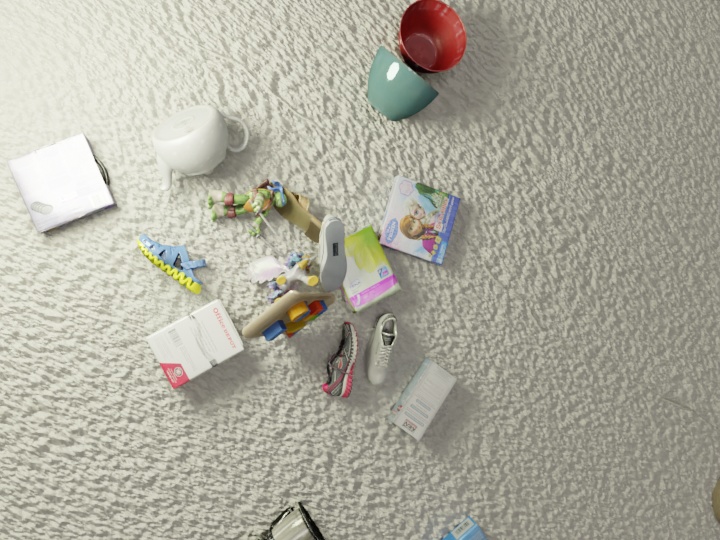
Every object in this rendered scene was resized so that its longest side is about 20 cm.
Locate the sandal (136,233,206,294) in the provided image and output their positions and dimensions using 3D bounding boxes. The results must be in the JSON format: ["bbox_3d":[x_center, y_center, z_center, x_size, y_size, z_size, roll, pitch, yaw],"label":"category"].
[{"bbox_3d":[-0.468,-0.030,1.419,0.199,0.079,0.088,39,77,-18],"label":"sandal"}]

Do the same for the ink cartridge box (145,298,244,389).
[{"bbox_3d":[-0.411,0.180,1.419,0.198,0.083,0.147,-28,95,-13],"label":"ink cartridge box"}]

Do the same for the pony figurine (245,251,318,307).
[{"bbox_3d":[-0.188,0.027,1.441,0.192,0.200,0.168,-32,103,3],"label":"pony figurine"}]

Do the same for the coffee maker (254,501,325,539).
[{"bbox_3d":[-0.186,0.732,1.436,0.199,0.135,0.194,-32,97,-12],"label":"coffee maker"}]

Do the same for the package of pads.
[{"bbox_3d":[0.000,0.000,1.531,0.153,0.068,0.202,-26,92,-13],"label":"package of pads"}]

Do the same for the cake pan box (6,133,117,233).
[{"bbox_3d":[-0.719,-0.212,1.370,0.198,0.052,0.186,-25,97,-13],"label":"cake pan box"}]

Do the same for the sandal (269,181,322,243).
[{"bbox_3d":[-0.155,-0.162,1.504,0.212,0.078,0.069,45,41,9],"label":"sandal"}]

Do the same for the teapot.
[{"bbox_3d":[-0.403,-0.308,1.402,0.197,0.199,0.147,-3,134,22],"label":"teapot"}]

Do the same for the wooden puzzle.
[{"bbox_3d":[-0.168,0.120,1.397,0.184,0.199,0.047,-37,70,18],"label":"wooden puzzle"}]

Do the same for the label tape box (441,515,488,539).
[{"bbox_3d":[0.317,0.827,1.593,0.143,0.066,0.201,-36,100,-12],"label":"label tape box"}]

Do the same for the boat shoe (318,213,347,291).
[{"bbox_3d":[-0.073,-0.046,1.448,0.072,0.065,0.203,-1,115,-19],"label":"boat shoe"}]

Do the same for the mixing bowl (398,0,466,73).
[{"bbox_3d":[0.183,-0.631,1.566,0.197,0.108,0.204,1,85,-17],"label":"mixing bowl"}]

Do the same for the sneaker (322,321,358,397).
[{"bbox_3d":[-0.051,0.238,1.508,0.073,0.081,0.203,10,87,-11],"label":"sneaker"}]

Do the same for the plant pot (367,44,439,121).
[{"bbox_3d":[0.095,-0.486,1.519,0.199,0.201,0.135,35,109,-10],"label":"plant pot"}]

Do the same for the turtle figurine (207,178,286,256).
[{"bbox_3d":[-0.285,-0.135,1.424,0.191,0.144,0.204,2,95,-4],"label":"turtle figurine"}]

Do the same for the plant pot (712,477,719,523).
[{"bbox_3d":[1.251,0.750,1.786,0.197,0.134,0.204,0,89,-14],"label":"plant pot"}]

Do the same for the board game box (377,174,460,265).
[{"bbox_3d":[0.163,-0.139,1.588,0.197,0.041,0.203,17,85,-13],"label":"board game box"}]

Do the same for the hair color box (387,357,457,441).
[{"bbox_3d":[0.172,0.358,1.569,0.099,0.061,0.201,36,80,-10],"label":"hair color box"}]

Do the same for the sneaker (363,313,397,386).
[{"bbox_3d":[0.059,0.217,1.536,0.075,0.080,0.203,9,88,-15],"label":"sneaker"}]
